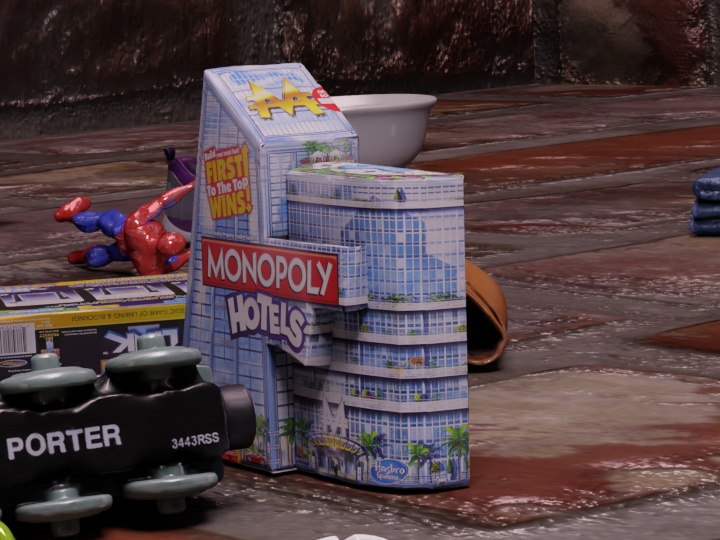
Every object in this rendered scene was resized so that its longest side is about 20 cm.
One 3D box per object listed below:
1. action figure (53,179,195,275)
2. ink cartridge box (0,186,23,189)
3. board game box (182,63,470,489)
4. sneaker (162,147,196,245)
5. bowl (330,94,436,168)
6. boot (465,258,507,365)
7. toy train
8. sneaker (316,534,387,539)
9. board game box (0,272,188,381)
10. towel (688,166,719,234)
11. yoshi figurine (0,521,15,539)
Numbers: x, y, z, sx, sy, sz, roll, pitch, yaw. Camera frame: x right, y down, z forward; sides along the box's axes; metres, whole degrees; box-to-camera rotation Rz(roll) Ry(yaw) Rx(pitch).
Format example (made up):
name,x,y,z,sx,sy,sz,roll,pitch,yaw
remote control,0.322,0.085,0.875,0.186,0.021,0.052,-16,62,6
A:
name,x,y,z,sx,sy,sz,roll,pitch,yaw
action figure,-0.165,-0.036,2.289,0.099,0.066,0.200,-24,15,-20
ink cartridge box,-0.432,-0.053,2.700,0.162,0.057,0.200,0,-1,23
board game box,-0.025,-0.001,1.433,0.061,0.201,0.200,-6,7,-31
sneaker,-0.078,-0.068,2.451,0.199,0.088,0.074,-1,7,15
bowl,-0.021,-0.125,2.876,0.200,0.091,0.201,-3,8,0
boot,0.000,0.000,1.766,0.199,0.077,0.155,30,9,-9
toy train,-0.150,0.082,1.338,0.199,0.086,0.114,-8,-4,-21
sneaker,-0.080,0.129,0.995,0.199,0.076,0.087,2,-3,-27
board game box,-0.143,0.039,1.757,0.199,0.057,0.165,-4,5,-10
towel,0.344,-0.064,2.402,0.111,0.049,0.200,-1,7,19
yoshi figurine,-0.197,0.111,1.157,0.112,0.113,0.200,36,-16,-8
